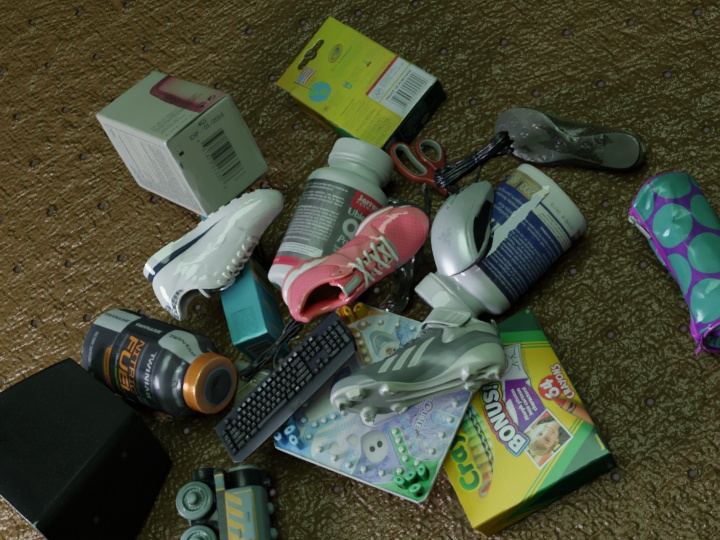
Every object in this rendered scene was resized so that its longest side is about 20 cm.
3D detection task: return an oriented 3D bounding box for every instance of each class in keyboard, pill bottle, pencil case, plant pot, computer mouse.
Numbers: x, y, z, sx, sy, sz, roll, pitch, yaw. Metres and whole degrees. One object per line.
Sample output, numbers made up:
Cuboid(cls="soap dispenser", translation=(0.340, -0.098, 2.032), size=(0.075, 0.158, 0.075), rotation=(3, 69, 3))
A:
Cuboid(cls="keyboard", translation=(-0.095, 0.122, 1.519), size=(0.200, 0.021, 0.127), rotation=(-44, 37, 3))
Cuboid(cls="pill bottle", translation=(-0.244, 0.118, 1.607), size=(0.199, 0.106, 0.107), rotation=(14, 73, 38))
Cuboid(cls="pencil case", translation=(0.376, -0.009, 1.462), size=(0.092, 0.085, 0.201), rotation=(-19, 61, -6))
Cuboid(cls="plant pot", translation=(-0.350, 0.232, 1.581), size=(0.199, 0.200, 0.177), rotation=(33, 69, 29))
Cuboid(cls="computer mouse", translation=(0.119, -0.077, 1.499), size=(0.109, 0.044, 0.201), rotation=(-23, 35, 31))
Cuboid(cls="pill bottle", translation=(-0.030, -0.059, 1.621), size=(0.110, 0.111, 0.201), rotation=(15, 74, 25))
Cuboid(cls="pill bottle", translation=(0.161, -0.020, 1.532), size=(0.200, 0.111, 0.111), rotation=(-45, 60, -3))

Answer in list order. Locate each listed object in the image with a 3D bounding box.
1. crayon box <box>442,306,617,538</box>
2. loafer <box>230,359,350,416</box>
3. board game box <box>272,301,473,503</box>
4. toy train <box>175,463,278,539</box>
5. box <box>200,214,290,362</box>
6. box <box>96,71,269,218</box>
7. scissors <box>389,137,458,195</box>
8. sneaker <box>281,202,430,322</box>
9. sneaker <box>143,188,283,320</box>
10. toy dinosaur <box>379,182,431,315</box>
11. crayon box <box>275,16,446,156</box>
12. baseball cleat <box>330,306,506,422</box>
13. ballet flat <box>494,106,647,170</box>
Cuboid(cls="crayon box", translation=(0.166, 0.171, 1.476), size=(0.172, 0.058, 0.201), rotation=(-30, 60, 6))
Cuboid(cls="loafer", translation=(-0.075, 0.170, 1.570), size=(0.199, 0.075, 0.070), rotation=(19, 89, 29))
Cuboid(cls="board game box", translation=(0.022, 0.140, 1.485), size=(0.199, 0.026, 0.201), rotation=(17, 68, 25))
Cuboid(cls="toy train", translation=(-0.150, 0.323, 1.523), size=(0.113, 0.085, 0.201), rotation=(-10, 62, 3))
Cuboid(cls="box", translation=(-0.147, 0.014, 1.651), size=(0.049, 0.082, 0.201), rotation=(-22, 62, 9))
Cuboid(cls="box", translation=(-0.231, -0.166, 1.688), size=(0.109, 0.128, 0.200), rotation=(-41, 36, -19))
Cuboid(cls="scissors", translation=(0.111, -0.096, 1.626), size=(0.073, 0.014, 0.200), rotation=(-21, 59, -27))
Cuboid(cls="sneaker", translation=(0.000, 0.000, 1.496), size=(0.199, 0.074, 0.087), rotation=(-34, 21, 10))
Cuboid(cls="sneaker", translation=(-0.167, -0.023, 1.595), size=(0.200, 0.076, 0.081), rotation=(-37, 71, 6))
Cuboid(cls="toy dinosaur", translation=(0.057, -0.038, 1.580), size=(0.047, 0.201, 0.088), rotation=(2, 34, -15))
Cuboid(cls="crayon box", translation=(-0.001, -0.240, 1.724), size=(0.200, 0.051, 0.127), rotation=(36, 83, 29))
Cuboid(cls="baseball cleat", translation=(0.061, 0.101, 1.448), size=(0.198, 0.070, 0.107), rotation=(-10, 52, 0))
Cuboid(cls="ballet flat", translation=(0.259, -0.160, 1.600), size=(0.199, 0.046, 0.068), rotation=(13, 104, 31))
